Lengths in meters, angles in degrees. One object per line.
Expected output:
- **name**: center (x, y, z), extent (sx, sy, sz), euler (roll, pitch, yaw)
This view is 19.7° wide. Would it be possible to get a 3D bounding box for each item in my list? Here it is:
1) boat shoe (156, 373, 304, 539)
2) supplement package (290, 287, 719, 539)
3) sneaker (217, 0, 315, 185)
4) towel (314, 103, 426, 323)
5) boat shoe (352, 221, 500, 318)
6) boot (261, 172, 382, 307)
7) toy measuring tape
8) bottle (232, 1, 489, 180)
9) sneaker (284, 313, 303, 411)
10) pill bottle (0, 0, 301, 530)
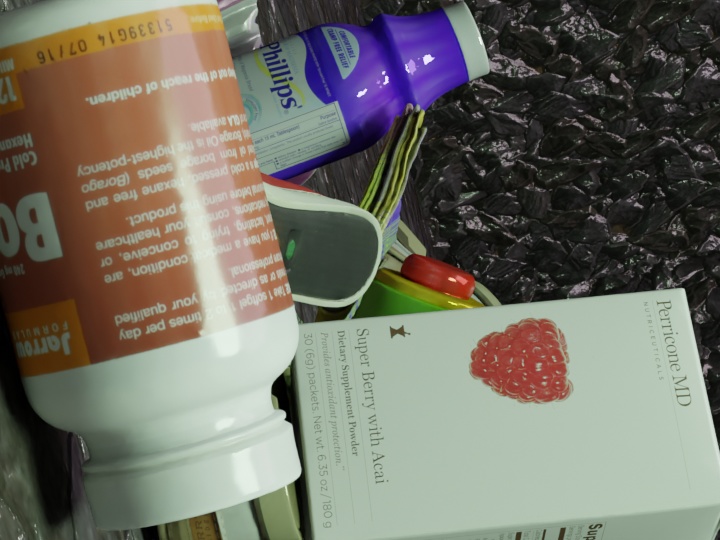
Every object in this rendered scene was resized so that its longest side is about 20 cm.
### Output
- **boat shoe**: center (-0.071, 0.067, 1.027), extent (0.200, 0.068, 0.075), euler (-99, 176, -62)
- **supplement package**: center (0.068, 0.094, 1.036), extent (0.120, 0.199, 0.122), euler (92, -9, -61)
- **sneaker**: center (-0.096, -0.142, 1.327), extent (0.200, 0.080, 0.088), euler (67, -10, -14)
- **towel**: center (0.000, 0.000, 1.246), extent (0.200, 0.023, 0.144), euler (104, 7, -65)
- **boat shoe**: center (0.030, 0.028, 1.386), extent (0.200, 0.068, 0.075), euler (41, -52, 44)
- **boot**: center (-0.104, -0.035, 1.021), extent (0.200, 0.144, 0.073), euler (16, 93, -49)
- **toy measuring tape**: center (0.021, 0.019, 1.164), extent (0.200, 0.073, 0.074), euler (-146, -141, -69)
- **bottle**: center (-0.023, -0.105, 1.240), extent (0.065, 0.200, 0.084), euler (71, -1, -50)
- **sneaker**: center (-0.019, 0.080, 1.432), extent (0.077, 0.088, 0.200), euler (-93, 168, -63)
- **pill bottle**: center (-0.088, -0.006, 0.810), extent (0.112, 0.112, 0.201), euler (-36, 111, -84)
